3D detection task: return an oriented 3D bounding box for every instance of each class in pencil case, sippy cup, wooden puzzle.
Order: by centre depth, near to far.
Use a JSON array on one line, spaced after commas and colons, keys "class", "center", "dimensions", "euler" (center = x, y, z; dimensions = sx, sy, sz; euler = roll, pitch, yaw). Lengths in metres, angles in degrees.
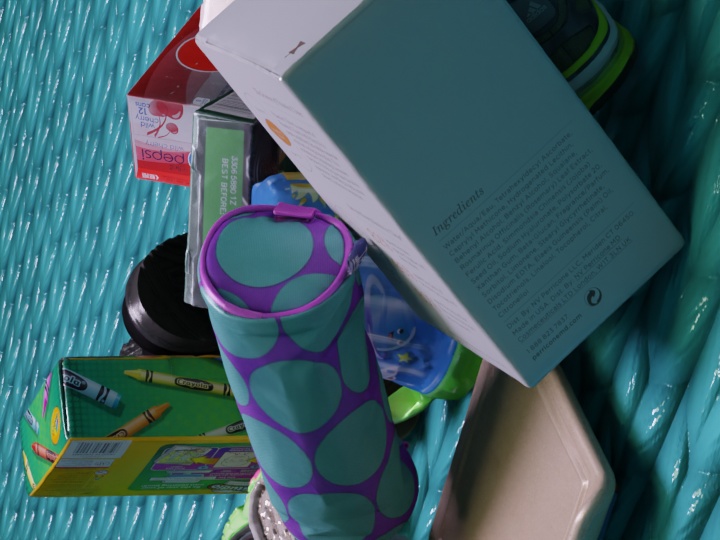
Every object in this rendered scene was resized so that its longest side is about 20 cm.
[{"class": "pencil case", "center": [-0.023, 0.057, 1.301], "dimensions": [0.093, 0.085, 0.200], "euler": [-56, -33, -36]}, {"class": "wooden puzzle", "center": [0.087, 0.129, 1.301], "dimensions": [0.200, 0.037, 0.186], "euler": [-105, 25, -54]}, {"class": "sippy cup", "center": [0.000, 0.000, 1.397], "dimensions": [0.140, 0.130, 0.179], "euler": [160, 116, -73]}]

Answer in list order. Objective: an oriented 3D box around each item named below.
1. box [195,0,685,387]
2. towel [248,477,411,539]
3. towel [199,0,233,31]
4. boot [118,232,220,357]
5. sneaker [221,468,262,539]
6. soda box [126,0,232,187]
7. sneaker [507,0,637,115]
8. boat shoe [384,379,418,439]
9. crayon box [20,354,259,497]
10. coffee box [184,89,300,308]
[{"class": "box", "center": [0.036, -0.064, 1.198], "dimensions": [0.200, 0.106, 0.152], "euler": [51, 173, -22]}, {"class": "towel", "center": [0.012, 0.203, 1.359], "dimensions": [0.035, 0.132, 0.200], "euler": [-49, 34, 19]}, {"class": "towel", "center": [0.003, -0.201, 1.416], "dimensions": [0.199, 0.032, 0.192], "euler": [14, 102, 30]}, {"class": "boot", "center": [-0.127, 0.049, 1.672], "dimensions": [0.079, 0.211, 0.158], "euler": [47, 117, 8]}, {"class": "sneaker", "center": [-0.037, 0.175, 1.572], "dimensions": [0.084, 0.077, 0.200], "euler": [59, 164, 17]}, {"class": "soda box", "center": [-0.080, -0.131, 1.599], "dimensions": [0.200, 0.070, 0.064], "euler": [-58, -28, -50]}, {"class": "sneaker", "center": [0.073, -0.151, 1.274], "dimensions": [0.074, 0.081, 0.200], "euler": [-43, 33, 1]}, {"class": "boat shoe", "center": [-0.006, 0.011, 1.524], "dimensions": [0.065, 0.072, 0.201], "euler": [152, 114, -66]}, {"class": "crayon box", "center": [-0.111, 0.102, 1.611], "dimensions": [0.119, 0.199, 0.058], "euler": [131, 135, -60]}, {"class": "coffee box", "center": [-0.052, -0.061, 1.533], "dimensions": [0.200, 0.044, 0.123], "euler": [-40, -43, -66]}]
